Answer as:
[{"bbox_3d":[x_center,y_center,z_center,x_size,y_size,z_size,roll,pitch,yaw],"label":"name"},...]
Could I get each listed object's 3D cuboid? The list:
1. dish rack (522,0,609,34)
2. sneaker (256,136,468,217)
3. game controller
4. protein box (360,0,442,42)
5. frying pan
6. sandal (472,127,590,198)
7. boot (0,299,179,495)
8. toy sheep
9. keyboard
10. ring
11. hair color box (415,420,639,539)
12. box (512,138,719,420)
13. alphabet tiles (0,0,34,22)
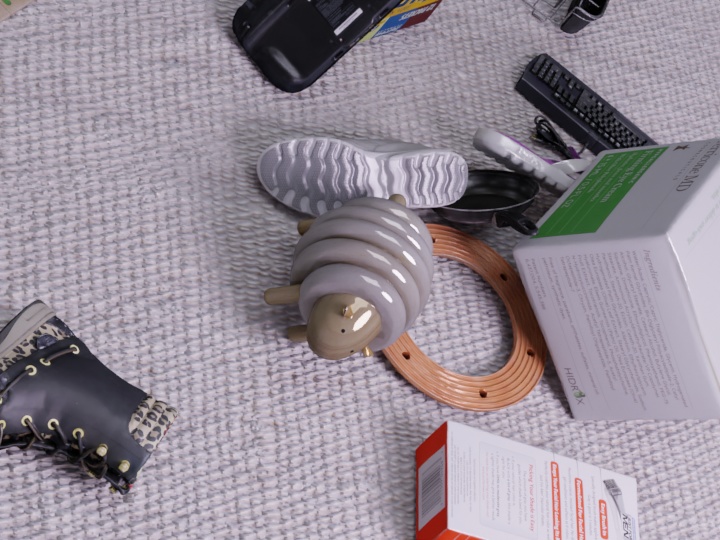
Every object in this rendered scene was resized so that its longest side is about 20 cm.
[{"bbox_3d":[0.190,-0.359,2.082,0.200,0.055,0.153,34,46,-9],"label":"dish rack"},{"bbox_3d":[-0.004,-0.089,1.767,0.200,0.082,0.075,4,100,-18],"label":"sneaker"},{"bbox_3d":[-0.030,-0.262,1.782,0.104,0.200,0.042,49,17,0],"label":"game controller"},{"bbox_3d":[0.014,-0.367,1.871,0.135,0.199,0.200,-25,76,-42],"label":"protein box"},{"bbox_3d":[0.139,-0.062,1.785,0.115,0.031,0.190,-19,28,-34],"label":"frying pan"},{"bbox_3d":[0.202,-0.101,1.870,0.203,0.082,0.050,26,90,-32],"label":"sandal"},{"bbox_3d":[-0.242,0.127,1.439,0.154,0.073,0.204,35,43,-1],"label":"boot"},{"bbox_3d":[0.000,0.000,1.646,0.138,0.138,0.200,30,50,-12],"label":"toy sheep"},{"bbox_3d":[0.248,-0.144,1.993,0.200,0.021,0.127,38,46,-4],"label":"keyboard"},{"bbox_3d":[0.086,0.045,1.755,0.200,0.019,0.201,18,52,-24],"label":"ring"},{"bbox_3d":[0.147,0.216,1.645,0.200,0.064,0.111,18,50,-20],"label":"hair color box"},{"bbox_3d":[0.282,0.009,1.756,0.199,0.171,0.200,-44,121,-44],"label":"box"},{"bbox_3d":[-0.378,-0.308,1.705,0.200,0.008,0.167,45,46,1],"label":"alphabet tiles"}]
